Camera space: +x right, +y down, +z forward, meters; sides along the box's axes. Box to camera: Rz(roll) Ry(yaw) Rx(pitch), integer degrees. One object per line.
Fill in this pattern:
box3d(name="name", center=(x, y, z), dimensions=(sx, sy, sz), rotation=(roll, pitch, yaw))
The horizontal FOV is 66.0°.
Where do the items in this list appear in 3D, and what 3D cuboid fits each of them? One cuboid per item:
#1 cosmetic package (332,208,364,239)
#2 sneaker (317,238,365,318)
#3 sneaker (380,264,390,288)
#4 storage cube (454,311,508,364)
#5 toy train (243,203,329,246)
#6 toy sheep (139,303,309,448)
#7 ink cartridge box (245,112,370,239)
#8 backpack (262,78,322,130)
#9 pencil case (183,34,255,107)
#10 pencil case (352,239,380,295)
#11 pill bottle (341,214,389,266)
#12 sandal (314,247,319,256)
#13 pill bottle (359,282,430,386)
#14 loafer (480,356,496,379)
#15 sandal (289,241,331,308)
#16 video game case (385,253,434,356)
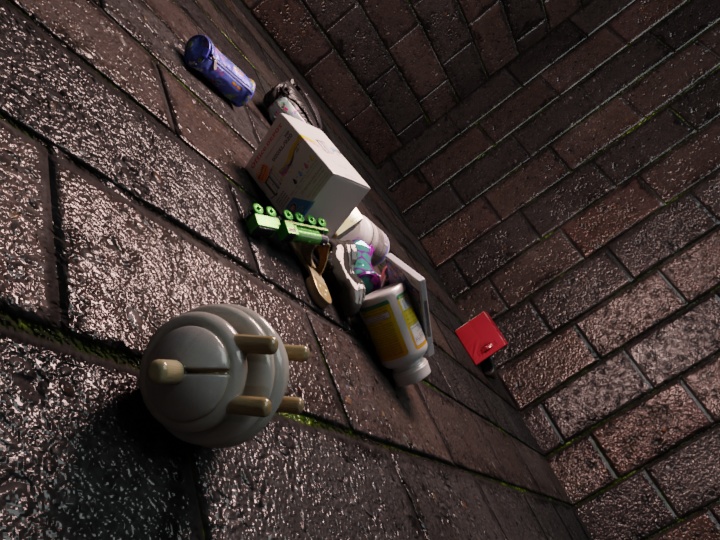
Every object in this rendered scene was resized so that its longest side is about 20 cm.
box3d(name="cosmetic package", center=(-0.094, -0.169, 1.329), dimensions=(0.105, 0.071, 0.201), rotation=(-37, 89, -35))
box3d(name="sneaker", center=(-0.048, 0.014, 1.189), dimensions=(0.089, 0.076, 0.203), rotation=(15, 43, -33))
box3d(name="sneaker", center=(0.056, 0.053, 1.354), dimensions=(0.087, 0.073, 0.203), rotation=(49, -33, 40))
box3d(name="storage cube", center=(0.565, 0.313, 2.578), dimensions=(0.182, 0.170, 0.200), rotation=(58, 12, 17))
box3d(name="toy train", center=(-0.130, -0.079, 1.027), dimensions=(0.198, 0.042, 0.057), rotation=(8, 51, -48))
box3d(name="toy sheep", center=(-0.124, 0.092, 0.494), dimensions=(0.139, 0.136, 0.200), rotation=(59, 1, 20))
box3d(name="ink cartridge box", center=(-0.112, -0.196, 1.161), dimensions=(0.201, 0.148, 0.144), rotation=(51, 22, 25))
box3d(name="backpack", center=(-0.205, -0.470, 1.700), dimensions=(0.201, 0.125, 0.168), rotation=(53, 23, -16))
box3d(name="pencil case", center=(-0.326, -0.465, 1.303), dimensions=(0.086, 0.079, 0.200), rotation=(28, -2, 28))
box3d(name="pencil case", center=(0.000, 0.000, 1.331), dimensions=(0.201, 0.091, 0.086), rotation=(-103, 167, -62))
box3d(name="pill bottle", center=(-0.003, -0.086, 1.507), dimensions=(0.115, 0.113, 0.200), rotation=(60, 13, 24))
box3d(name="sandal", center=(-0.096, -0.081, 1.260), dimensions=(0.201, 0.054, 0.081), rotation=(52, 12, -21))
box3d(name="pill bottle", center=(0.079, 0.139, 1.195), dimensions=(0.113, 0.111, 0.204), rotation=(-39, 107, -78))
box3d(name="loafer", center=(0.614, 0.452, 2.671), dimensions=(0.072, 0.072, 0.201), rotation=(54, 21, -24))
box3d(name="sandal", center=(-0.085, -0.024, 1.115), dimensions=(0.078, 0.069, 0.214), rotation=(40, 19, -51))
box3d(name="video game case", center=(0.110, 0.076, 1.238), dimensions=(0.143, 0.018, 0.203), rotation=(41, -32, 53))
